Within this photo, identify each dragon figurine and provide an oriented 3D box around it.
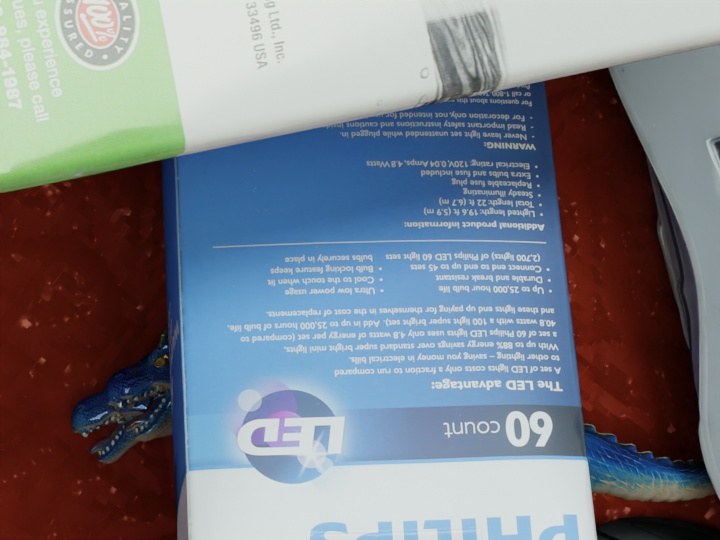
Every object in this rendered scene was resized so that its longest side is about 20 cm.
[{"bbox_3d":[0.022,0.042,0.804,0.199,0.059,0.100,-15,97,-9],"label":"dragon figurine"}]

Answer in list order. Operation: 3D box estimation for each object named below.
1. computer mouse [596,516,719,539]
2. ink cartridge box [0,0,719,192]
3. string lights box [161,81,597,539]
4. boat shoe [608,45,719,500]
[{"bbox_3d":[0.159,0.109,0.842,0.200,0.046,0.141,28,89,-11],"label":"computer mouse"},{"bbox_3d":[-0.012,-0.110,0.690,0.199,0.084,0.146,-12,96,-14],"label":"ink cartridge box"},{"bbox_3d":[0.000,0.000,0.747,0.102,0.059,0.201,0,63,-6],"label":"string lights box"},{"bbox_3d":[0.123,-0.005,0.818,0.073,0.065,0.201,-12,95,14],"label":"boat shoe"}]
